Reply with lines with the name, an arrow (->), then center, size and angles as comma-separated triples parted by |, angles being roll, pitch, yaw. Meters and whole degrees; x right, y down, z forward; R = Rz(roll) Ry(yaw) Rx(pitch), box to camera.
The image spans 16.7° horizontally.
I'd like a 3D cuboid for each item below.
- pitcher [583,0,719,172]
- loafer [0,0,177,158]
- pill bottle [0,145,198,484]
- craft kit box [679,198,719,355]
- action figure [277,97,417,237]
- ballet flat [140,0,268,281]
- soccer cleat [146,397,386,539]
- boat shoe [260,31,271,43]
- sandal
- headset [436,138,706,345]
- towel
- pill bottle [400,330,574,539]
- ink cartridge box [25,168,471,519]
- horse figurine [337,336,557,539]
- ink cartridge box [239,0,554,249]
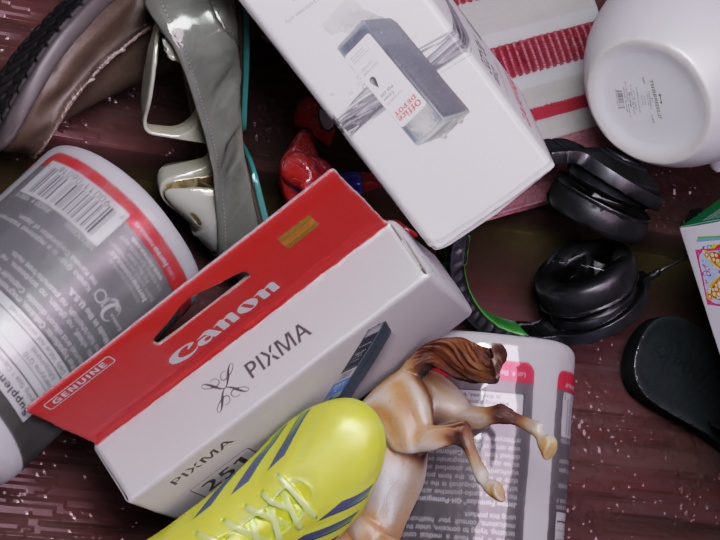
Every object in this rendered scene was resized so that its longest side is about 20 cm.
pitcher -> 0.222, -0.121, 1.484 | 0.200, 0.121, 0.172 | -43, 122, -47
loafer -> -0.127, -0.131, 1.339 | 0.071, 0.073, 0.200 | 44, 69, -17
pill bottle -> -0.189, 0.038, 1.272 | 0.200, 0.114, 0.114 | -45, 106, -22
craft kit box -> 0.284, 0.028, 1.488 | 0.200, 0.048, 0.198 | -31, 104, -48
action figure -> 0.000, 0.000, 1.391 | 0.099, 0.065, 0.200 | -4, 88, -4
ballet flat -> -0.086, -0.069, 1.339 | 0.064, 0.067, 0.200 | -11, 121, -10
soccer cleat -> -0.066, 0.142, 1.292 | 0.200, 0.084, 0.065 | -40, 84, 18
boat shoe -> 0.018, -0.204, 1.406 | 0.059, 0.072, 0.200 | 31, 86, -13
sandal -> 0.253, 0.090, 1.529 | 0.200, 0.048, 0.075 | 24, 76, -24
headset -> 0.138, -0.020, 1.466 | 0.200, 0.094, 0.124 | 0, 110, -18
towel -> 0.082, -0.135, 1.476 | 0.144, 0.023, 0.200 | -17, 92, -25
pill bottle -> 0.061, 0.138, 1.393 | 0.111, 0.111, 0.200 | 8, 82, -26
ink cartridge box -> -0.053, 0.046, 1.272 | 0.200, 0.176, 0.045 | -38, 68, 6
horse figurine -> 0.026, 0.114, 1.321 | 0.050, 0.133, 0.200 | 4, 114, -51
ink cartridge box -> 0.009, -0.126, 1.305 | 0.085, 0.146, 0.200 | -34, 108, 8
